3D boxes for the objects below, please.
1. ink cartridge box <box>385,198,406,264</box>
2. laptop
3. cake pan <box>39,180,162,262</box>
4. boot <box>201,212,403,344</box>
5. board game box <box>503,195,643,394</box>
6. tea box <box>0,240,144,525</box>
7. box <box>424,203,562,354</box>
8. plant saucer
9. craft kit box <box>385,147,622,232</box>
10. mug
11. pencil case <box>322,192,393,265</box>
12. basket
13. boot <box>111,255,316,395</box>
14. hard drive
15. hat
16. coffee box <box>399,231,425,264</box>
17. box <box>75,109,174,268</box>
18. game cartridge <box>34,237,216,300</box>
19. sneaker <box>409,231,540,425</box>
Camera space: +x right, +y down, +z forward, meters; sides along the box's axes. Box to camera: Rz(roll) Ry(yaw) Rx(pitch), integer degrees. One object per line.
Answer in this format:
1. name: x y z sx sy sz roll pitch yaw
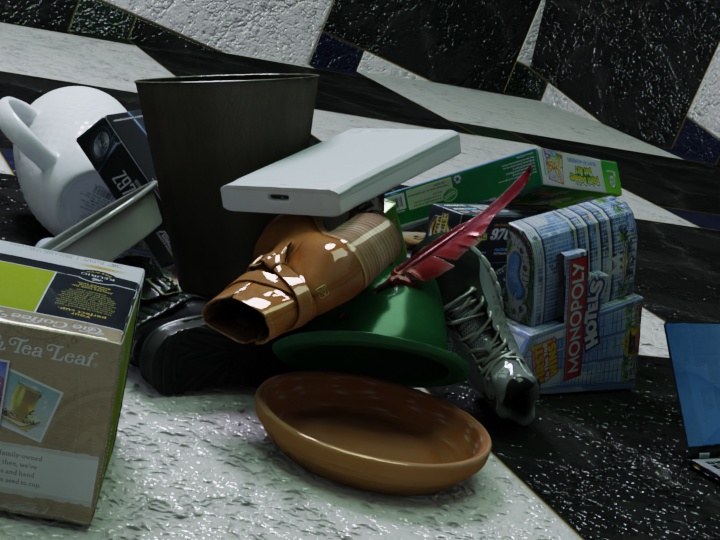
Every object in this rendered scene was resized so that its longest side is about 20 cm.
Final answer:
1. ink cartridge box: -0.073 -0.032 1.610 0.199 0.076 0.148 24 52 37
2. laptop: 0.402 0.138 1.421 0.185 0.117 0.199 2 17 -36
3. cake pan: -0.259 -0.015 1.359 0.199 0.037 0.200 -31 10 6
4. boot: -0.072 0.012 1.283 0.155 0.077 0.199 -35 24 -32
5. board game box: 0.199 0.045 1.532 0.198 0.203 0.061 -16 27 -35
6. tea box: -0.264 0.065 1.061 0.197 0.135 0.197 11 13 -5
7. box: 0.138 0.012 1.588 0.198 0.161 0.046 -3 19 -46
8. plant saucer: 0.008 0.135 1.240 0.197 0.038 0.200 11 14 -3
9. craft kit box: 0.159 -0.084 1.671 0.198 0.049 0.197 -15 -7 34
10. mug: -0.323 -0.120 1.667 0.200 0.148 0.176 40 9 -31
11. pencil case: 0.000 0.000 1.433 0.088 0.203 0.078 -7 -8 -15
12. basket: -0.126 -0.085 1.460 0.178 0.203 0.136 -3 10 -11
13. boot: -0.147 0.044 1.368 0.209 0.081 0.157 0 19 -41
14. hard drive: -0.015 -0.091 1.368 0.131 0.027 0.199 5 22 35
15. hat: 0.030 0.000 1.330 0.197 0.179 0.166 9 -16 -7
16. coffee box: 0.078 0.005 1.726 0.112 0.081 0.200 16 14 18
17. box: -0.204 -0.094 1.609 0.161 0.043 0.200 56 17 1
18. game cartridge: -0.234 0.010 1.522 0.197 0.042 0.133 10 18 -11
19. sneaker: 0.118 0.061 1.378 0.075 0.201 0.116 -32 32 0
